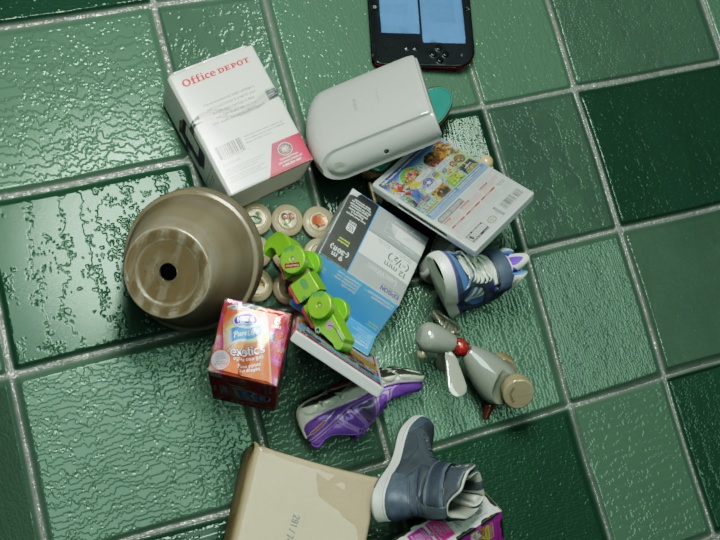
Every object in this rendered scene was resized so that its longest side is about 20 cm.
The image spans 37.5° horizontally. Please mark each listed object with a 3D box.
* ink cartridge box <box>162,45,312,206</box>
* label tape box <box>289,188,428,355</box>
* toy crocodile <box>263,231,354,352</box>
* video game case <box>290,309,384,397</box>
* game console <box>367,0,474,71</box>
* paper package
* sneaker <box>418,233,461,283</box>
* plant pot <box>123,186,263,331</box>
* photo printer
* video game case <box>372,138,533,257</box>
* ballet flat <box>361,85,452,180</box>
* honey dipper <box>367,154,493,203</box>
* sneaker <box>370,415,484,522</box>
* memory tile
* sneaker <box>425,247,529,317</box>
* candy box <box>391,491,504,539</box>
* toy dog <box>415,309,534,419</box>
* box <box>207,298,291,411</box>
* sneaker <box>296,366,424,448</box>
[{"bbox_3d":[-0.184,-0.209,1.567,0.143,0.084,0.202,-26,81,-23],"label":"ink cartridge box"},{"bbox_3d":[0.000,0.000,1.559,0.142,0.066,0.202,33,53,-9],"label":"label tape box"},{"bbox_3d":[-0.070,0.029,1.469,0.061,0.067,0.202,-36,72,14],"label":"toy crocodile"},{"bbox_3d":[-0.034,0.110,1.483,0.142,0.200,0.018,34,94,-6],"label":"video game case"},{"bbox_3d":[0.097,-0.426,1.739,0.173,0.031,0.204,0,76,-16],"label":"game console"},{"bbox_3d":[-0.089,0.361,1.450,0.187,0.103,0.204,17,72,-11],"label":"paper package"},{"bbox_3d":[0.147,-0.065,1.654,0.081,0.075,0.201,31,69,23],"label":"sneaker"},{"bbox_3d":[-0.237,-0.008,1.423,0.196,0.174,0.204,0,96,3],"label":"plant pot"},{"bbox_3d":[0.012,-0.225,1.582,0.197,0.070,0.168,-20,43,9],"label":"photo printer"},{"bbox_3d":[0.136,-0.116,1.565,0.199,0.018,0.143,35,62,27],"label":"video game case"},{"bbox_3d":[0.065,-0.209,1.652,0.068,0.072,0.201,41,68,-2],"label":"ballet flat"},{"bbox_3d":[0.109,-0.143,1.622,0.196,0.038,0.039,-16,81,-6],"label":"honey dipper"},{"bbox_3d":[0.112,0.275,1.479,0.203,0.144,0.078,-60,136,-53],"label":"sneaker"},{"bbox_3d":[-0.132,-0.026,1.580,0.196,0.017,0.157,3,76,-16],"label":"memory tile"},{"bbox_3d":[0.178,-0.005,1.558,0.145,0.200,0.082,-27,69,-1],"label":"sneaker"},{"bbox_3d":[0.107,0.409,1.478,0.198,0.138,0.061,-27,41,-22],"label":"candy box"},{"bbox_3d":[0.158,0.155,1.579,0.198,0.132,0.097,32,102,1],"label":"toy dog"},{"bbox_3d":[-0.148,0.119,1.436,0.094,0.200,0.102,12,72,-2],"label":"box"},{"bbox_3d":[0.003,0.198,1.545,0.197,0.081,0.085,-21,100,-13],"label":"sneaker"}]
